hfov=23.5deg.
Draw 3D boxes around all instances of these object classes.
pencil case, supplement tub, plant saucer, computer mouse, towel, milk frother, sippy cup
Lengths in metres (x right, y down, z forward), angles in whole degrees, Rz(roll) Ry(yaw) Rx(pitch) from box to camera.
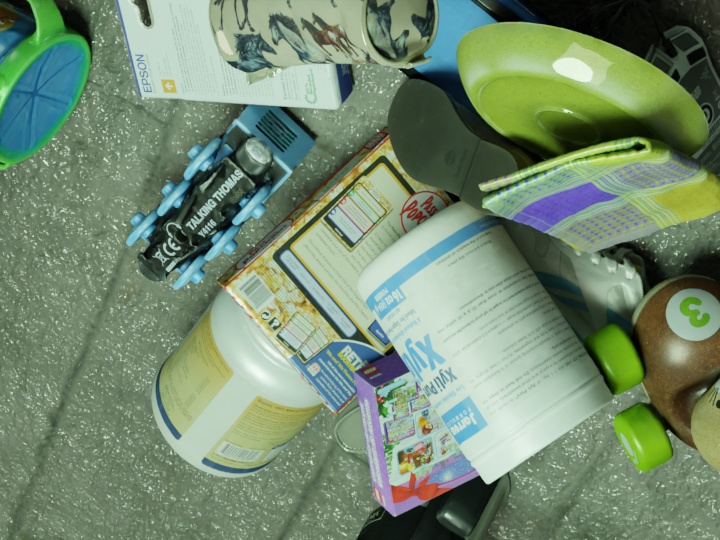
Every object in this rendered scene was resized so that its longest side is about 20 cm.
[{"bbox_3d":[-0.029,-0.193,1.343,0.199,0.078,0.090,6,126,47],"label":"pencil case"},{"bbox_3d":[-0.095,0.087,1.621,0.144,0.145,0.200,38,131,-4],"label":"supplement tub"},{"bbox_3d":[0.159,-0.119,1.291,0.199,0.031,0.200,22,164,6],"label":"plant saucer"},{"bbox_3d":[0.099,0.055,1.405,0.132,0.132,0.201,-40,79,40],"label":"supplement tub"},{"bbox_3d":[0.237,-0.146,1.335,0.044,0.110,0.201,12,140,50],"label":"computer mouse"},{"bbox_3d":[0.188,-0.055,1.296,0.143,0.200,0.023,-17,72,24],"label":"towel"},{"bbox_3d":[0.105,0.270,1.624,0.180,0.188,0.200,-30,107,39],"label":"milk frother"},{"bbox_3d":[-0.335,-0.187,1.561,0.130,0.140,0.179,33,93,15],"label":"sippy cup"}]

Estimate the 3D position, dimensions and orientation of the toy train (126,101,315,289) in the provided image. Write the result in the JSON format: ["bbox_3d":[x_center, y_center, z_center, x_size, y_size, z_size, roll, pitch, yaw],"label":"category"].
[{"bbox_3d":[-0.129,-0.065,1.548,0.087,0.114,0.200,43,130,-4],"label":"toy train"}]

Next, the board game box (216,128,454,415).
[{"bbox_3d":[0.000,0.000,1.495,0.200,0.046,0.152,-42,103,-5],"label":"board game box"}]

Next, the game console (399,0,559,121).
[{"bbox_3d":[0.084,-0.175,1.370,0.199,0.171,0.119,37,104,-3],"label":"game console"}]

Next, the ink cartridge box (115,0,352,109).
[{"bbox_3d":[-0.115,-0.236,1.467,0.198,0.043,0.198,7,126,23],"label":"ink cartridge box"}]

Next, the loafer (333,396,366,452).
[{"bbox_3d":[0.046,0.133,1.633,0.199,0.070,0.070,-29,108,38],"label":"loafer"}]

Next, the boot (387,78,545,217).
[{"bbox_3d":[0.092,-0.094,1.409,0.200,0.075,0.074,43,116,46],"label":"boot"}]

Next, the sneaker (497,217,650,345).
[{"bbox_3d":[0.195,0.003,1.474,0.200,0.077,0.081,45,114,-10],"label":"sneaker"}]

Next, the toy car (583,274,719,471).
[{"bbox_3d":[0.298,0.101,1.366,0.163,0.200,0.159,-27,115,-5],"label":"toy car"}]

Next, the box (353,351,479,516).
[{"bbox_3d":[0.094,0.114,1.521,0.039,0.199,0.138,35,141,52],"label":"box"}]
